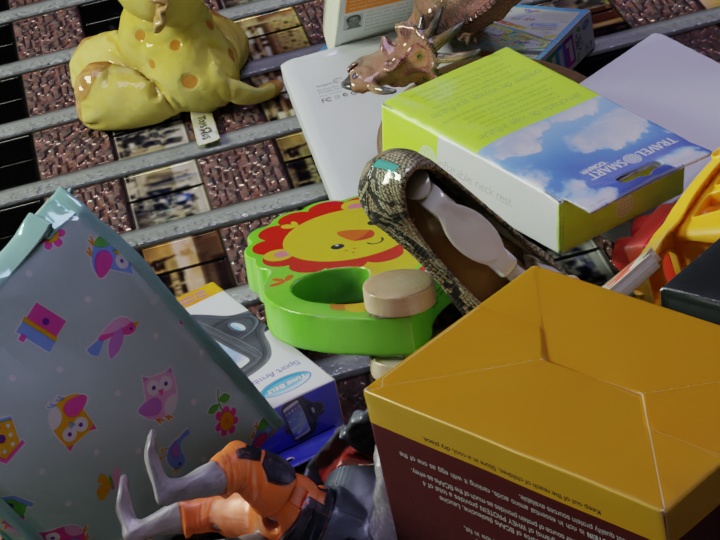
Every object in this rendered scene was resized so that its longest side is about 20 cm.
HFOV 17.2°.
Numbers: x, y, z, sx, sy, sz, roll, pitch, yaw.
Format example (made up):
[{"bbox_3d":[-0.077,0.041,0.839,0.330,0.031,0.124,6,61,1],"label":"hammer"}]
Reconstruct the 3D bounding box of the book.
[{"bbox_3d":[0.043,-0.242,1.811,0.133,0.201,0.048,-12,60,-11],"label":"book"}]

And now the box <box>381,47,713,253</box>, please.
[{"bbox_3d":[0.123,-0.080,1.594,0.121,0.048,0.200,-26,40,-33],"label":"box"}]

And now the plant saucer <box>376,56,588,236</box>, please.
[{"bbox_3d":[0.111,-0.097,1.727,0.198,0.030,0.201,2,40,-2],"label":"plant saucer"}]

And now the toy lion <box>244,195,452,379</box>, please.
[{"bbox_3d":[0.000,0.000,1.598,0.190,0.069,0.200,5,25,29],"label":"toy lion"}]

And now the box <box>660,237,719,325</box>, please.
[{"bbox_3d":[0.257,0.073,1.258,0.124,0.201,0.148,17,40,39],"label":"box"}]

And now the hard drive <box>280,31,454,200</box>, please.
[{"bbox_3d":[0.026,-0.108,1.793,0.131,0.027,0.201,-15,41,-6],"label":"hard drive"}]

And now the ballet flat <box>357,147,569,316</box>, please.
[{"bbox_3d":[0.082,-0.001,1.469,0.068,0.200,0.075,-53,22,-10],"label":"ballet flat"}]

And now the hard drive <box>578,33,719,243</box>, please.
[{"bbox_3d":[0.201,-0.095,1.690,0.131,0.026,0.200,31,46,29],"label":"hard drive"}]

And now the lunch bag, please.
[{"bbox_3d":[-0.171,0.071,1.378,0.171,0.200,0.122,-47,37,-12],"label":"lunch bag"}]

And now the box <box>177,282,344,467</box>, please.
[{"bbox_3d":[-0.099,0.079,1.543,0.118,0.042,0.200,-25,30,-21],"label":"box"}]

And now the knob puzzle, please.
[{"bbox_3d":[0.086,0.047,1.366,0.219,0.031,0.220,-38,-2,-2],"label":"knob puzzle"}]

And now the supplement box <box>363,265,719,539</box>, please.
[{"bbox_3d":[0.130,0.135,1.195,0.132,0.201,0.196,-34,36,-33],"label":"supplement box"}]

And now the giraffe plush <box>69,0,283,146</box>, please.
[{"bbox_3d":[-0.165,-0.212,1.943,0.172,0.163,0.200,-22,30,-19],"label":"giraffe plush"}]

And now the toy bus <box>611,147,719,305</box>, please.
[{"bbox_3d":[0.236,0.002,1.479,0.191,0.136,0.200,-6,30,38],"label":"toy bus"}]

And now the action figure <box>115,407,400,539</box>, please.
[{"bbox_3d":[-0.036,0.148,1.285,0.192,0.200,0.105,11,57,-11],"label":"action figure"}]

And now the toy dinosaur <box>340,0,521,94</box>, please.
[{"bbox_3d":[0.082,-0.197,1.702,0.200,0.086,0.136,-48,16,28],"label":"toy dinosaur"}]

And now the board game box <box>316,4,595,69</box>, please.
[{"bbox_3d":[0.071,-0.174,1.923,0.199,0.034,0.134,9,35,32],"label":"board game box"}]
